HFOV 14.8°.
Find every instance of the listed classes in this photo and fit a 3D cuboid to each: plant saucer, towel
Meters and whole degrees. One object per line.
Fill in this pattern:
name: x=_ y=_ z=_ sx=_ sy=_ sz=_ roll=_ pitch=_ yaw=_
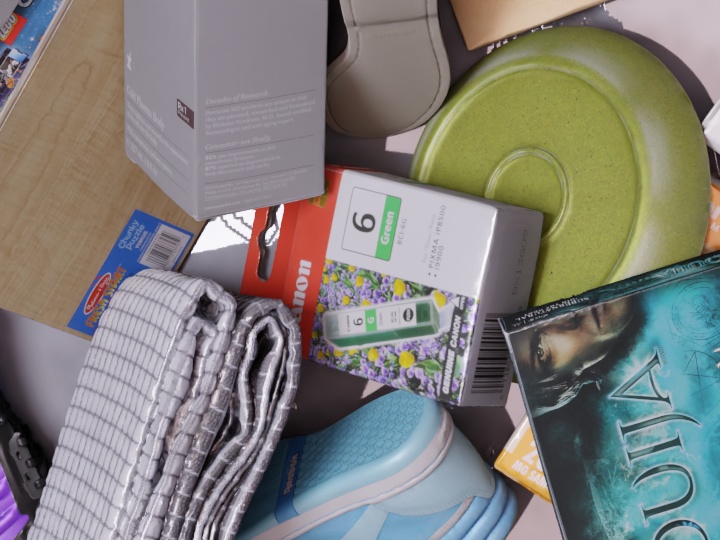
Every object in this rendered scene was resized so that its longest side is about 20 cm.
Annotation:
plant saucer: x=0.097 y=-0.038 z=1.513 sx=0.199 sy=0.031 sz=0.201 roll=-7 pitch=79 yaw=35
towel: x=-0.106 y=0.103 z=1.529 sx=0.085 sy=0.166 sz=0.201 roll=18 pitch=88 yaw=-19

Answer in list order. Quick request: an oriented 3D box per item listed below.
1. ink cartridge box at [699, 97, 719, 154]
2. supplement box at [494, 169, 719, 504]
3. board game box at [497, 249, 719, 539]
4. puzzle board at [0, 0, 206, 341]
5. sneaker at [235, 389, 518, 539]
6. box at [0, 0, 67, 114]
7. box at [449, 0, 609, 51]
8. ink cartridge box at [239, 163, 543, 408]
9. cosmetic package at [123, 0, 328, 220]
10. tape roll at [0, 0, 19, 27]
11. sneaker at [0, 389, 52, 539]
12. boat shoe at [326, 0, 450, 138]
ink cartridge box: x=0.304 y=-0.076 z=1.491 sx=0.200 sy=0.083 sz=0.147 roll=36 pitch=101 yaw=6
supplement box: x=0.180 y=0.055 z=1.532 sx=0.126 sy=0.074 sz=0.200 roll=32 pitch=100 yaw=5
board game box: x=0.163 y=0.100 z=1.473 sx=0.135 sy=0.028 sz=0.201 roll=-17 pitch=108 yaw=0
puzzle board: x=-0.144 y=-0.060 z=1.566 sx=0.150 sy=0.017 sz=0.200 roll=22 pitch=104 yaw=-38
sneaker: x=0.002 y=0.151 z=1.576 sx=0.200 sy=0.080 sz=0.131 roll=-24 pitch=125 yaw=38
box: x=-0.166 y=-0.124 z=1.555 sx=0.136 sy=0.038 sz=0.200 roll=27 pitch=103 yaw=-38
box: x=0.126 y=-0.230 z=1.539 sx=0.199 sy=0.021 sz=0.164 roll=-19 pitch=91 yaw=12
ink cartridge box: x=0.000 y=0.000 z=1.528 sx=0.199 sy=0.050 sz=0.109 roll=15 pitch=97 yaw=37
cosmetic package: x=-0.073 y=-0.142 z=1.485 sx=0.090 sy=0.107 sz=0.201 roll=-13 pitch=118 yaw=-22
tape roll: x=-0.266 y=-0.197 z=1.503 sx=0.202 sy=0.037 sz=0.204 roll=0 pitch=89 yaw=19
sneaker: x=-0.209 y=0.116 z=1.619 sx=0.099 sy=0.070 sz=0.201 roll=3 pitch=100 yaw=3
boat shoe: x=0.012 y=-0.141 z=1.505 sx=0.072 sy=0.200 sz=0.063 roll=-2 pitch=62 yaw=-3
